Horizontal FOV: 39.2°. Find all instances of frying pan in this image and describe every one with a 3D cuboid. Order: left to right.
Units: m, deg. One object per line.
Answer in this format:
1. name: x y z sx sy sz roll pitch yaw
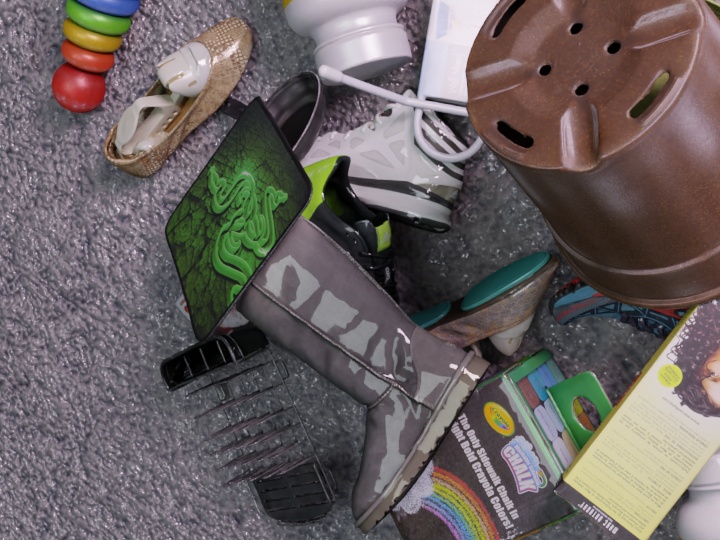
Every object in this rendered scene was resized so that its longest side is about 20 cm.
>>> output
1. frying pan: -0.091 -0.118 0.910 0.190 0.031 0.115 -7 57 54

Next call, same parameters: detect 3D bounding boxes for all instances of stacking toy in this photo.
1. stacking toy: -0.263 -0.252 1.012 0.085 0.085 0.200 33 116 18

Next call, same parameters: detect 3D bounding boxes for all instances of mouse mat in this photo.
1. mouse mat: -0.110 -0.050 0.858 0.161 0.008 0.200 -52 35 15

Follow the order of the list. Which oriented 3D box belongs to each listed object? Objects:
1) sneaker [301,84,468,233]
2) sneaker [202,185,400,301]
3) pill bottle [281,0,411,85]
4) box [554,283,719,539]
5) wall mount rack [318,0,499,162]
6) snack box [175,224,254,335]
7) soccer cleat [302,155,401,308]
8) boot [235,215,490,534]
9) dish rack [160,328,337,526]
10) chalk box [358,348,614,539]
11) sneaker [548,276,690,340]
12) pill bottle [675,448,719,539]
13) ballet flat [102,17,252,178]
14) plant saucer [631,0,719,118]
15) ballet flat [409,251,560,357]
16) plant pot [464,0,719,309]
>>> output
1. sneaker: 0.009 -0.113 0.909 0.200 0.076 0.116 19 88 26
2. sneaker: -0.059 -0.022 0.921 0.201 0.067 0.108 21 139 25
3. pill bottle: -0.021 -0.267 0.867 0.111 0.111 0.200 -14 91 27
4. box: 0.228 0.101 0.730 0.075 0.050 0.200 36 95 11
5. wall mount rack: 0.061 -0.195 0.818 0.173 0.075 0.200 10 87 -2
6. snack box: -0.114 0.017 0.938 0.072 0.024 0.200 48 146 -1
7. soccer cleat: 0.000 0.000 0.846 0.081 0.067 0.200 -27 90 37
8. boot: -0.020 0.081 0.798 0.200 0.073 0.182 32 94 10
9. dish rack: -0.105 0.156 0.966 0.153 0.055 0.200 -25 89 54
10. chalk box: 0.126 0.150 0.847 0.200 0.124 0.125 -31 82 25
11. sneaker: 0.247 0.031 0.795 0.200 0.079 0.096 -13 93 27
12. pill bottle: 0.310 0.224 0.772 0.112 0.112 0.200 -19 89 27
13. ballet flat: -0.182 -0.166 0.982 0.200 0.065 0.071 -49 66 21
14. plant saucer: 0.233 -0.120 0.808 0.200 0.031 0.200 4 99 26
15. ballet flat: 0.100 0.049 0.886 0.200 0.068 0.067 -28 104 32
16. plant pot: 0.178 -0.097 0.673 0.200 0.198 0.201 -14 64 31
